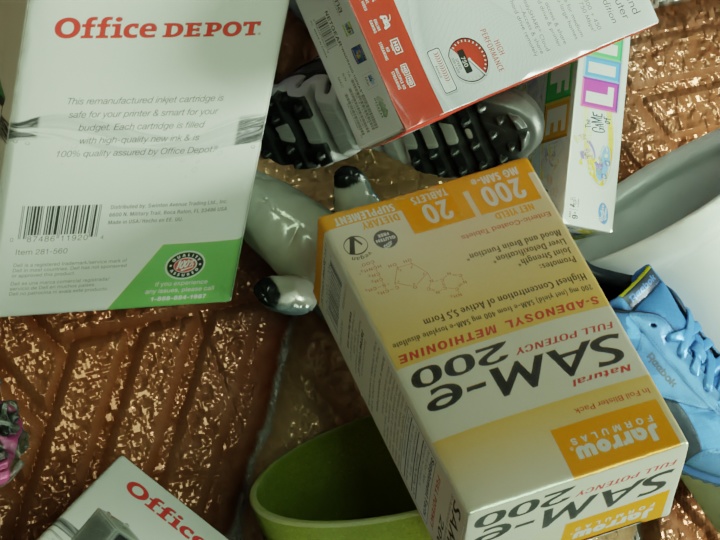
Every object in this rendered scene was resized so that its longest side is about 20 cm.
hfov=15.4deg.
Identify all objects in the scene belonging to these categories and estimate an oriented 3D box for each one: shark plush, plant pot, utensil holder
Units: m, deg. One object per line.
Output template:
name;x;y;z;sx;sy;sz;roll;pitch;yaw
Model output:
shark plush;0.000;0.000;1.524;0.200;0.083;0.091;28;85;-36
plant pot;0.052;0.195;1.490;0.187;0.187;0.200;-20;105;-25
utensil holder;0.231;0.034;1.581;0.170;0.170;0.200;-37;102;-23

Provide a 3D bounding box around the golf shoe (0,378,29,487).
golf shoe;-0.248;0.043;1.410;0.073;0.092;0.200;-5;63;-40

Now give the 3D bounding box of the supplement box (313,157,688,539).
supplement box;0.069;0.049;1.385;0.126;0.074;0.200;-17;56;-16

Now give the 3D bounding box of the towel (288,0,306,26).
towel;0.009;-0.222;1.508;0.192;0.200;0.035;39;30;-16

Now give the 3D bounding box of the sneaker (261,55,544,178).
sneaker;0.030;-0.101;1.498;0.091;0.200;0.067;-48;126;-35

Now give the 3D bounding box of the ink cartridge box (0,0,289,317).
ink cartridge box;-0.131;-0.081;1.415;0.146;0.084;0.200;-3;124;-25

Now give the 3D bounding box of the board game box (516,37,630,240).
board game box;0.110;-0.115;1.558;0.034;0.134;0.200;10;80;-24

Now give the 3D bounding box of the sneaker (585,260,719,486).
sneaker;0.169;0.051;1.477;0.200;0.079;0.066;31;33;6

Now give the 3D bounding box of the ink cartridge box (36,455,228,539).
ink cartridge box;-0.129;0.206;1.373;0.147;0.083;0.200;38;33;2

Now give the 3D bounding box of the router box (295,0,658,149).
router box;0.040;-0.187;1.392;0.179;0.049;0.200;-25;92;-31
